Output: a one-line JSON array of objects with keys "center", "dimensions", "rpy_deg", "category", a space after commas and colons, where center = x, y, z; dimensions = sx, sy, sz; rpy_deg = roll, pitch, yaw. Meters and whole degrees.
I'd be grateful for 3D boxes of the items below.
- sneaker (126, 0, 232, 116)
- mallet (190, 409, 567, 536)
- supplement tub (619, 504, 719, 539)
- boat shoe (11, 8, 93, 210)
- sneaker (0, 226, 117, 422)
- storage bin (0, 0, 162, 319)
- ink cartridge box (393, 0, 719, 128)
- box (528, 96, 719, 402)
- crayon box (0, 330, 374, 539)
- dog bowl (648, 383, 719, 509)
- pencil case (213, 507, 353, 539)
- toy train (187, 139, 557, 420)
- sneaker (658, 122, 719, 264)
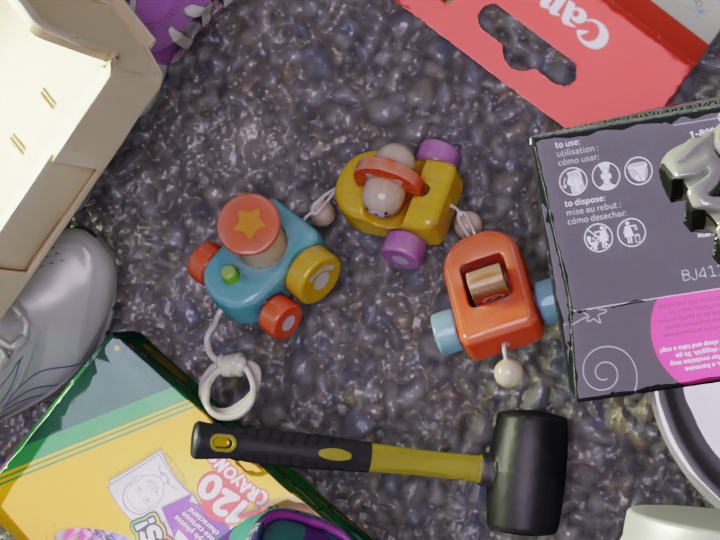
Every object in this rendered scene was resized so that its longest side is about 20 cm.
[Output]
[{"center": [-0.068, -0.164, 1.466], "dimensions": [0.114, 0.073, 0.201], "rpy_deg": [18, 93, 5], "category": "sneaker"}, {"center": [0.014, 0.087, 1.443], "dimensions": [0.199, 0.041, 0.066], "rpy_deg": [14, 88, -11], "category": "mallet"}, {"center": [0.174, 0.219, 1.312], "dimensions": [0.140, 0.140, 0.201], "rpy_deg": [7, 91, 8], "category": "supplement tub"}, {"center": [-0.177, -0.128, 1.481], "dimensions": [0.062, 0.072, 0.201], "rpy_deg": [0, 84, 25], "category": "boat shoe"}, {"center": [-0.206, 0.056, 1.479], "dimensions": [0.075, 0.087, 0.200], "rpy_deg": [44, 95, 8], "category": "sneaker"}, {"center": [-0.222, -0.092, 1.414], "dimensions": [0.200, 0.094, 0.199], "rpy_deg": [-53, 55, 22], "category": "storage bin"}, {"center": [0.132, -0.181, 1.449], "dimensions": [0.162, 0.057, 0.200], "rpy_deg": [37, 91, 6], "category": "ink cartridge box"}, {"center": [0.190, -0.017, 1.328], "dimensions": [0.199, 0.115, 0.133], "rpy_deg": [-9, 88, 7], "category": "box"}, {"center": [-0.089, 0.141, 1.476], "dimensions": [0.200, 0.058, 0.119], "rpy_deg": [41, 96, 6], "category": "crayon box"}, {"center": [0.246, 0.042, 1.417], "dimensions": [0.199, 0.079, 0.201], "rpy_deg": [0, 91, 8], "category": "dog bowl"}, {"center": [-0.086, 0.194, 1.384], "dimensions": [0.085, 0.093, 0.200], "rpy_deg": [42, 125, -19], "category": "pencil case"}, {"center": [0.000, 0.000, 1.434], "dimensions": [0.199, 0.056, 0.151], "rpy_deg": [-14, 58, 10], "category": "toy train"}, {"center": [0.221, 0.008, 1.233], "dimensions": [0.081, 0.075, 0.200], "rpy_deg": [-37, 85, -3], "category": "sneaker"}]
